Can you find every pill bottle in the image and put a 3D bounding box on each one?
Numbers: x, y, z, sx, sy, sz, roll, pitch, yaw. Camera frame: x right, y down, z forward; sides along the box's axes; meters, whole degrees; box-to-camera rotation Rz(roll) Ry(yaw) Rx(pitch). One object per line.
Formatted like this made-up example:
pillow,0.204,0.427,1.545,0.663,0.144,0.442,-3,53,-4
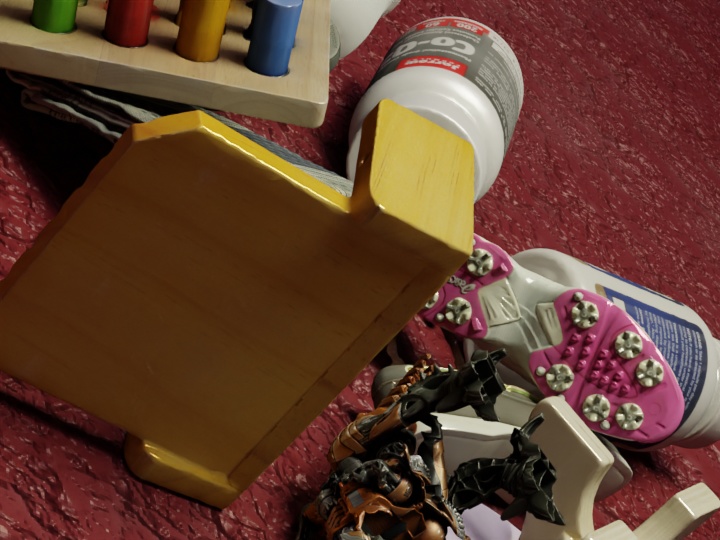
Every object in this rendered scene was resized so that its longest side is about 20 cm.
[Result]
pill bottle,0.175,0.063,1.467,0.200,0.111,0.111,21,32,-41
pill bottle,0.054,-0.106,1.555,0.114,0.114,0.200,40,23,-7

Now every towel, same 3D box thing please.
towel,-0.094,-0.070,1.279,0.193,0.035,0.200,28,8,34

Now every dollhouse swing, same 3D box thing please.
dollhouse swing,-0.072,-0.012,1.092,0.176,0.200,0.182,36,25,-15

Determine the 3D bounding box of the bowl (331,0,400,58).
bowl,-0.074,-0.194,1.464,0.201,0.201,0.090,31,61,-26

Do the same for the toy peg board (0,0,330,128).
toy peg board,-0.109,-0.189,1.279,0.199,0.098,0.200,10,30,-6

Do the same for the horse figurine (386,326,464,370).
horse figurine,0.000,0.000,1.375,0.200,0.050,0.133,31,32,-32

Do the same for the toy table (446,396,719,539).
toy table,0.133,0.179,1.203,0.200,0.117,0.184,45,23,6

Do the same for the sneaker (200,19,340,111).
sneaker,-0.116,-0.135,1.381,0.200,0.079,0.075,7,57,-15

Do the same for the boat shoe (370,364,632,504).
boat shoe,0.089,0.102,1.315,0.202,0.072,0.060,16,40,-40

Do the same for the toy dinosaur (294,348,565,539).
toy dinosaur,0.024,0.101,1.137,0.102,0.136,0.200,48,27,-41

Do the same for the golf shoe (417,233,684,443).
golf shoe,0.120,0.040,1.338,0.200,0.075,0.092,35,3,16
